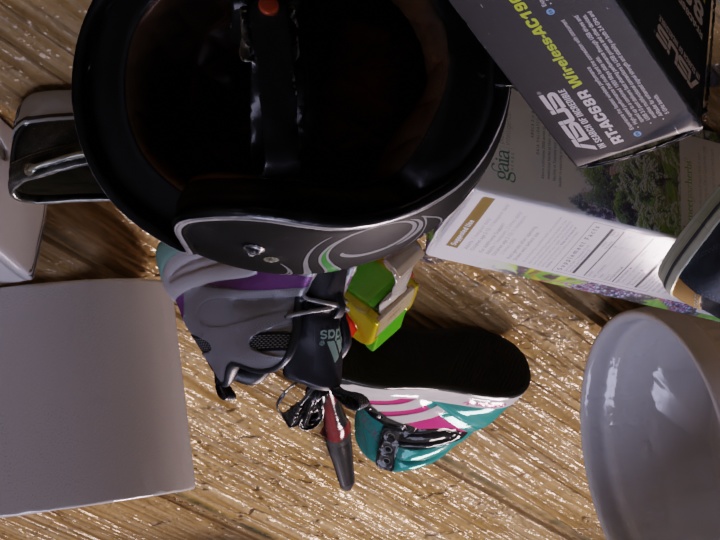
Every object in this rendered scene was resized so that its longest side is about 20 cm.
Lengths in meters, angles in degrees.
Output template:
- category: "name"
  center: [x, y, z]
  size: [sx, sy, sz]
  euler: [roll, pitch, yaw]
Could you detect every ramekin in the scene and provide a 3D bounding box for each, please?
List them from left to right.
- category: "ramekin"
  center: [0.237, 0.119, 1.136]
  size: [0.104, 0.201, 0.200]
  euler: [-7, 154, -20]

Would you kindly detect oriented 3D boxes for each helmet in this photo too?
- category: "helmet"
  center: [-0.033, -0.089, 0.814]
  size: [0.199, 0.201, 0.191]
  euler: [14, 176, -17]

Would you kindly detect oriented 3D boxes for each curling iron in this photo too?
- category: "curling iron"
  center: [-0.028, 0.129, 1.346]
  size: [0.049, 0.026, 0.200]
  euler: [-34, 153, -8]

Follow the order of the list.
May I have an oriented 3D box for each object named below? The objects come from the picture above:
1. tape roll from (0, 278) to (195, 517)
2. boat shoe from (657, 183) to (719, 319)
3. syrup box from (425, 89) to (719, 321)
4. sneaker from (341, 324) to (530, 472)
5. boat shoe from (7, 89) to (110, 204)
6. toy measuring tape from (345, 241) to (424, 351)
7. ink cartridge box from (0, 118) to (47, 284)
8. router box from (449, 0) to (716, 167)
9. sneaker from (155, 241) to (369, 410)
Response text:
- category: "tape roll"
  center: [-0.214, 0.087, 1.118]
  size: [0.201, 0.140, 0.203]
  euler: [-7, 175, -1]
- category: "boat shoe"
  center: [0.237, -0.053, 0.891]
  size: [0.200, 0.062, 0.074]
  euler: [-54, 158, 17]
- category: "syrup box"
  center: [0.142, -0.040, 0.985]
  size: [0.199, 0.079, 0.082]
  euler: [12, 150, -14]
- category: "sneaker"
  center: [0.007, 0.084, 1.219]
  size: [0.199, 0.084, 0.121]
  euler: [13, 139, -18]
- category: "boat shoe"
  center: [-0.105, -0.065, 0.985]
  size: [0.199, 0.064, 0.071]
  euler: [-3, 150, 10]
- category: "toy measuring tape"
  center: [0.000, 0.000, 1.063]
  size: [0.073, 0.074, 0.200]
  euler: [5, 164, -2]
- category: "ink cartridge box"
  center: [-0.308, -0.046, 1.026]
  size: [0.199, 0.085, 0.146]
  euler: [-11, 148, 21]
- category: "router box"
  center: [0.071, -0.162, 0.675]
  size: [0.062, 0.150, 0.200]
  euler: [-16, 134, 33]
- category: "sneaker"
  center: [-0.018, 0.008, 0.955]
  size: [0.200, 0.141, 0.078]
  euler: [-33, 163, 35]
